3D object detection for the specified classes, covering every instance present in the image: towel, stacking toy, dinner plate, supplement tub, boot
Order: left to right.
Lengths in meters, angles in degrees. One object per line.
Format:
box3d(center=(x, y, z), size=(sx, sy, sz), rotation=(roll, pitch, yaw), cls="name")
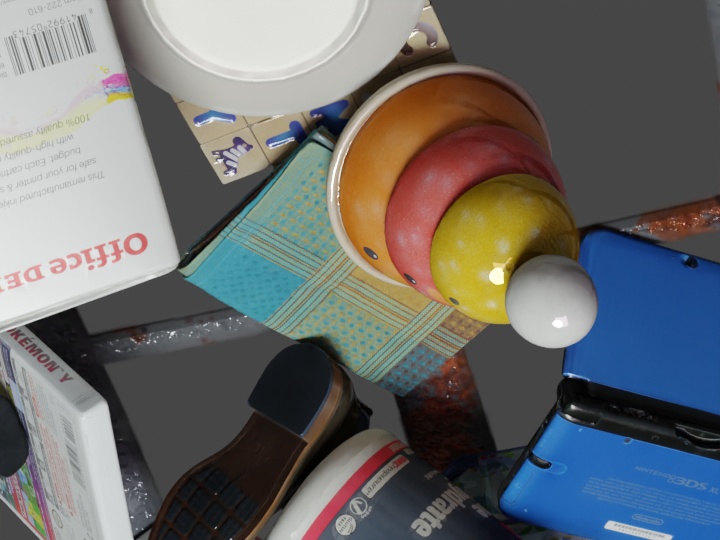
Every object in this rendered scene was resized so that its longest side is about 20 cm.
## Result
box3d(center=(-0.058, -0.168, 0.914), size=(0.199, 0.024, 0.201), rotation=(-1, 126, -1), cls="dinner plate")
box3d(center=(-0.063, 0.151, 1.104), size=(0.200, 0.075, 0.097), rotation=(-53, 146, -2), cls="boot")
box3d(center=(0.000, 0.000, 1.061), size=(0.199, 0.022, 0.147), rotation=(30, 124, -31), cls="towel")
box3d(center=(0.042, 0.214, 1.081), size=(0.200, 0.140, 0.141), rotation=(37, 127, 15), cls="supplement tub")
box3d(center=(0.073, -0.019, 0.920), size=(0.145, 0.200, 0.147), rotation=(-9, 119, -16), cls="stacking toy")

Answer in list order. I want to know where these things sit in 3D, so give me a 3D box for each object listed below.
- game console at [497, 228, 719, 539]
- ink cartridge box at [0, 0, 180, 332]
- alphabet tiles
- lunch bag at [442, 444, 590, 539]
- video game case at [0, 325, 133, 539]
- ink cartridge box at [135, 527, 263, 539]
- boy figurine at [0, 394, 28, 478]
box3d(center=(0.206, 0.091, 1.097), size=(0.199, 0.119, 0.171), rotation=(16, 129, -15), cls="game console")
box3d(center=(-0.195, -0.078, 0.882), size=(0.144, 0.085, 0.201), rotation=(-18, 107, -12), cls="ink cartridge box")
box3d(center=(-0.023, -0.105, 0.986), size=(0.166, 0.008, 0.200), rotation=(-20, 128, 12), cls="alphabet tiles")
box3d(center=(0.158, 0.199, 1.202), size=(0.199, 0.083, 0.161), rotation=(-14, 128, 7), cls="lunch bag")
box3d(center=(-0.207, 0.113, 1.061), size=(0.023, 0.182, 0.201), rotation=(-31, 137, -28), cls="video game case")
box3d(center=(-0.143, 0.283, 1.251), size=(0.200, 0.084, 0.144), rotation=(-38, 123, 24), cls="ink cartridge box")
box3d(center=(-0.312, 0.108, 1.057), size=(0.199, 0.124, 0.065), rotation=(2, 129, 36), cls="boy figurine")
